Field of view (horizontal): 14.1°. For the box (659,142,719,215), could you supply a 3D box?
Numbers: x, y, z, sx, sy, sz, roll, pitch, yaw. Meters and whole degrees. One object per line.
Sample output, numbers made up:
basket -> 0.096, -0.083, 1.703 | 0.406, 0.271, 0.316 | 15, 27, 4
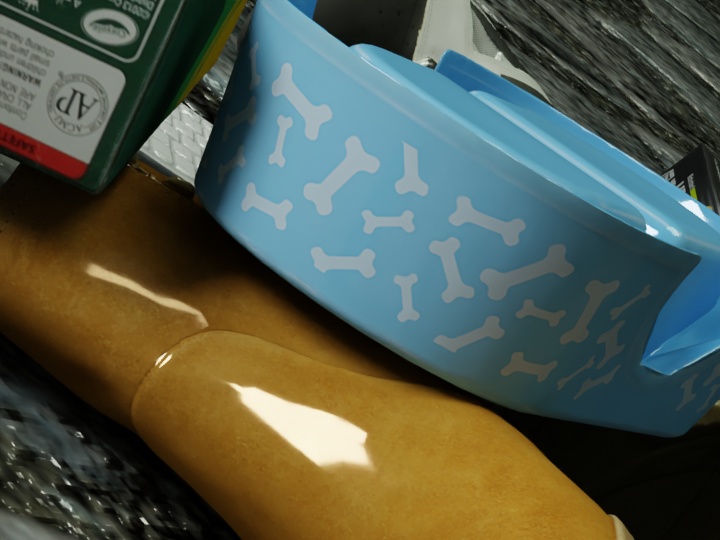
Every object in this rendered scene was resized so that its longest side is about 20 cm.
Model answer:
box -> 0.164, 0.042, 1.098 | 0.160, 0.044, 0.200 | 50, 12, -7

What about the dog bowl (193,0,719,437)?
dog bowl -> 0.034, -0.009, 0.666 | 0.111, 0.050, 0.200 | 36, 10, 24

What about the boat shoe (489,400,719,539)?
boat shoe -> 0.061, 0.040, 0.810 | 0.201, 0.073, 0.063 | 13, 34, -50

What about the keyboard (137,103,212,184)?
keyboard -> 0.000, 0.000, 0.901 | 0.200, 0.011, 0.056 | 35, 14, -24

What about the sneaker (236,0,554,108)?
sneaker -> 0.037, -0.043, 1.005 | 0.200, 0.074, 0.089 | 32, 19, -51

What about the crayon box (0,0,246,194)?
crayon box -> -0.124, -0.096, 0.653 | 0.200, 0.058, 0.173 | 25, 12, -1

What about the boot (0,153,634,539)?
boot -> -0.024, 0.036, 0.607 | 0.144, 0.071, 0.201 | 32, 11, -11
